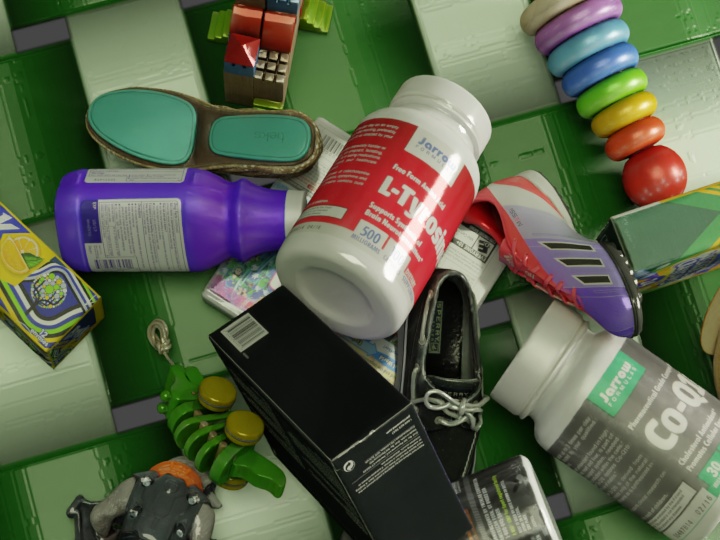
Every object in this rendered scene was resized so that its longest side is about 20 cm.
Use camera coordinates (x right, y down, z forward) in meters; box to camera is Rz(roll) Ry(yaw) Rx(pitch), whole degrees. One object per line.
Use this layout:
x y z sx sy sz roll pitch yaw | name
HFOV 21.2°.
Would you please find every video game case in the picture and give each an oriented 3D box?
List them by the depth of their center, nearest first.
0.000 0.000 1.582 0.199 0.024 0.183 32 78 4 | video game case

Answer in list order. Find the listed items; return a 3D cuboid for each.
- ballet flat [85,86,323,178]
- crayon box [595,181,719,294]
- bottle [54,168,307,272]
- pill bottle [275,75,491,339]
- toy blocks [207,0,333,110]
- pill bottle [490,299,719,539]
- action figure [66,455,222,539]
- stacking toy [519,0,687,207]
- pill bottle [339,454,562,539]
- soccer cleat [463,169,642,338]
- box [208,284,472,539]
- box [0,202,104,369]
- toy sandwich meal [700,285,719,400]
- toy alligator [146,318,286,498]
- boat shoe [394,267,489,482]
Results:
-0.126 -0.105 1.576 0.199 0.065 0.071 11 79 12 | ballet flat
0.290 -0.036 1.552 0.199 0.126 0.052 -19 79 -7 | crayon box
-0.142 -0.040 1.543 0.198 0.084 0.065 -1 35 5 | bottle
0.025 -0.054 1.515 0.112 0.112 0.201 29 60 4 | pill bottle
-0.073 -0.225 1.572 0.099 0.137 0.201 11 77 0 | toy blocks
0.209 0.118 1.518 0.199 0.113 0.113 35 78 5 | pill bottle
-0.135 0.225 1.472 0.199 0.105 0.194 15 48 -4 | action figure
0.212 -0.144 1.600 0.085 0.085 0.201 -26 83 -8 | stacking toy
0.055 0.226 1.481 0.199 0.106 0.107 -22 79 4 | pill bottle
0.152 -0.007 1.519 0.073 0.069 0.200 -17 43 -19 | soccer cleat
-0.017 0.120 1.444 0.079 0.142 0.200 -33 38 -13 | box
-0.298 -0.016 1.546 0.200 0.070 0.064 42 76 6 | box
0.369 0.070 1.537 0.204 0.070 0.207 5 111 13 | toy sandwich meal
-0.131 0.111 1.502 0.054 0.060 0.200 -14 47 -38 | toy alligator
0.069 0.098 1.522 0.073 0.068 0.201 5 88 -21 | boat shoe
